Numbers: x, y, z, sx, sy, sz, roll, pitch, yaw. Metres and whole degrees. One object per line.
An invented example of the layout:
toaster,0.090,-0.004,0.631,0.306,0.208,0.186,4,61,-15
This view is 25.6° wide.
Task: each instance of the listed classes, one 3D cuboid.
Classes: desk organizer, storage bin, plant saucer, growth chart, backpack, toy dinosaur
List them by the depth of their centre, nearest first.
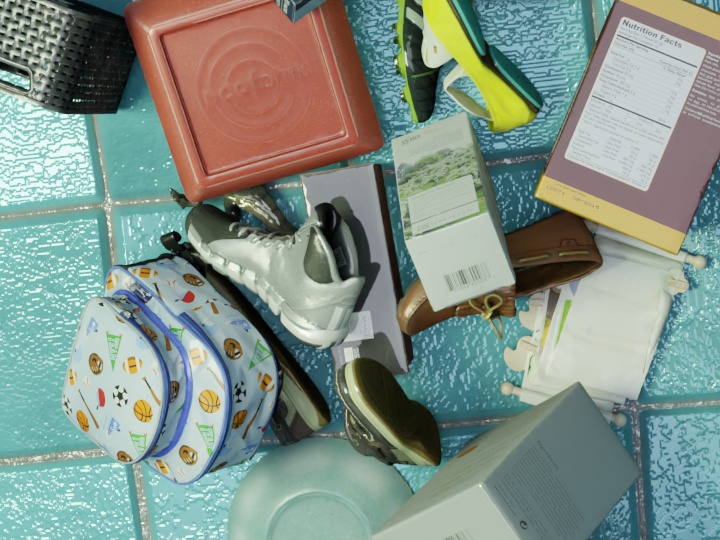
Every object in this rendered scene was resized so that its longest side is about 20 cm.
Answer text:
backpack,-0.172,0.098,1.465,0.190,0.154,0.201,32,124,24
plant saucer,-0.098,-0.175,1.466,0.199,0.037,0.201,-16,109,5
storage bin,-0.296,-0.211,1.471,0.135,0.200,0.094,21,97,5
desk organizer,0.000,0.000,1.517,0.071,0.077,0.201,-9,94,9
growth chart,0.227,0.051,1.524,0.144,0.018,0.201,24,98,5
toy dinosaur,-0.128,-0.075,1.544,0.088,0.047,0.200,-38,93,2
plant saucer,-0.038,0.267,1.566,0.200,0.039,0.202,1,95,8

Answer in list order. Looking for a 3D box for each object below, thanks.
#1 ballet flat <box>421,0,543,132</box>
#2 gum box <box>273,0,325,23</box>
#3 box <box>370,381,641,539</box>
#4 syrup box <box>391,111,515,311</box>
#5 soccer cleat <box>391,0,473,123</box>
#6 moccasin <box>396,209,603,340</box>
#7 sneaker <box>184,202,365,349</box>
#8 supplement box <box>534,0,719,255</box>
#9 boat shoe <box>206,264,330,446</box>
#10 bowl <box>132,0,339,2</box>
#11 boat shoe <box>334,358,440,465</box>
ballet flat,0.096,-0.196,1.455,0.067,0.067,0.200,-28,131,19
gum box,-0.056,-0.349,1.422,0.170,0.045,0.200,-38,80,-14
box,0.135,0.212,1.436,0.152,0.200,0.107,-34,91,41
syrup box,0.082,-0.058,1.436,0.078,0.200,0.082,-19,119,9
soccer cleat,0.070,-0.240,1.493,0.081,0.068,0.201,-1,93,4
moccasin,0.129,0.014,1.472,0.200,0.074,0.078,-19,59,-14
sneaker,-0.069,-0.029,1.462,0.200,0.075,0.116,39,120,20
supplement box,0.255,-0.138,1.412,0.132,0.197,0.201,23,98,4
boat shoe,-0.110,0.084,1.541,0.065,0.073,0.200,-37,89,5
bowl,-0.121,-0.299,1.506,0.199,0.075,0.200,-31,91,10
boat shoe,0.016,0.143,1.471,0.065,0.200,0.074,-18,57,16
